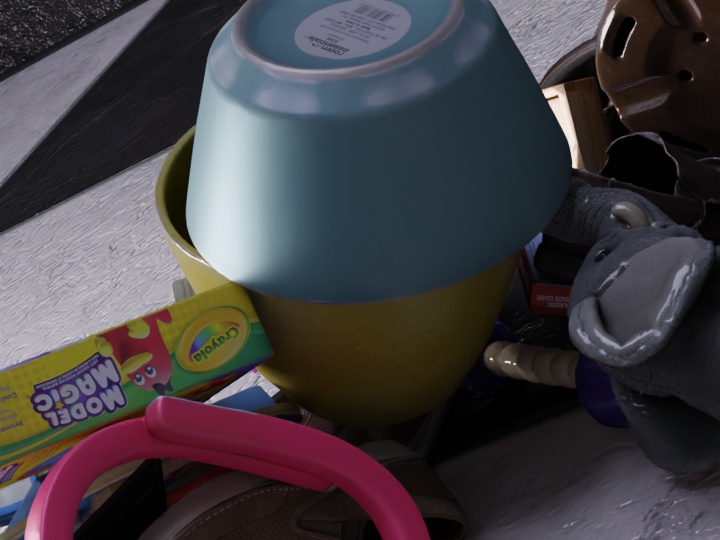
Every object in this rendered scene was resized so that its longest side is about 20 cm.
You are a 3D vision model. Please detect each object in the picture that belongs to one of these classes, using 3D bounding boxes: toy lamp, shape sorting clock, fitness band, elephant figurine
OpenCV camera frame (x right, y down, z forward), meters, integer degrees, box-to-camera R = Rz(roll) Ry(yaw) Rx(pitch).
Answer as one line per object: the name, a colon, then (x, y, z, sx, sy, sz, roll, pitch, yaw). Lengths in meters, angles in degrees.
toy lamp: (0.110, 0.052, 1.140, 0.058, 0.058, 0.200, -40, 18, -21)
shape sorting clock: (-0.120, 0.124, 1.144, 0.200, 0.039, 0.200, -28, -15, -8)
fitness band: (-0.058, 0.138, 0.980, 0.037, 0.200, 0.144, -41, 40, 55)
elephant figurine: (0.157, 0.026, 0.993, 0.200, 0.142, 0.155, -10, 10, 31)

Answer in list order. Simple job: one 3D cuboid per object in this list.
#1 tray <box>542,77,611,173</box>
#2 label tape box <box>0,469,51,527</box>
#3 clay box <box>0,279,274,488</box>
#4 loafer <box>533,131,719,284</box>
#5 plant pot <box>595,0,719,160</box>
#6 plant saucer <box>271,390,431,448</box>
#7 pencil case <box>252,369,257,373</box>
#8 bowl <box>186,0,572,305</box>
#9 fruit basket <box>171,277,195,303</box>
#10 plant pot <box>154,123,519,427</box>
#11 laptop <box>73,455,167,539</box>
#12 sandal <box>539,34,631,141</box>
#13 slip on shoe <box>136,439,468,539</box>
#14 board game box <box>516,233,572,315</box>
tray: (0.086, -0.058, 1.409, 0.037, 0.099, 0.200, -15, 1, -43)
label tape box: (-0.179, 0.115, 1.321, 0.144, 0.063, 0.200, -23, -7, 38)
clay box: (-0.153, 0.070, 1.033, 0.200, 0.048, 0.115, -23, -6, -29)
loafer: (0.171, -0.041, 1.168, 0.073, 0.071, 0.200, 15, 20, 32)
plant pot: (0.244, -0.181, 1.339, 0.200, 0.200, 0.198, -21, 28, 35)
plant saucer: (-0.039, 0.109, 1.242, 0.200, 0.035, 0.200, -37, 15, 11)
pencil case: (-0.018, -0.016, 1.508, 0.200, 0.085, 0.092, -50, 1, -41)
bowl: (0.001, -0.085, 1.049, 0.200, 0.105, 0.201, -7, 35, 5)
fruit basket: (-0.018, 0.005, 1.308, 0.200, 0.094, 0.185, -12, -21, -5)
plant pot: (0.000, 0.000, 1.143, 0.200, 0.142, 0.200, -7, 36, 5)
laptop: (-0.190, 0.194, 1.038, 0.116, 0.200, 0.187, 23, 48, 24)
sandal: (0.132, -0.089, 1.463, 0.200, 0.082, 0.055, -32, 37, 10)
slip on shoe: (-0.031, 0.140, 1.052, 0.200, 0.076, 0.061, -12, 37, -42)
board game box: (0.140, -0.010, 1.218, 0.103, 0.019, 0.200, 2, 17, -1)
